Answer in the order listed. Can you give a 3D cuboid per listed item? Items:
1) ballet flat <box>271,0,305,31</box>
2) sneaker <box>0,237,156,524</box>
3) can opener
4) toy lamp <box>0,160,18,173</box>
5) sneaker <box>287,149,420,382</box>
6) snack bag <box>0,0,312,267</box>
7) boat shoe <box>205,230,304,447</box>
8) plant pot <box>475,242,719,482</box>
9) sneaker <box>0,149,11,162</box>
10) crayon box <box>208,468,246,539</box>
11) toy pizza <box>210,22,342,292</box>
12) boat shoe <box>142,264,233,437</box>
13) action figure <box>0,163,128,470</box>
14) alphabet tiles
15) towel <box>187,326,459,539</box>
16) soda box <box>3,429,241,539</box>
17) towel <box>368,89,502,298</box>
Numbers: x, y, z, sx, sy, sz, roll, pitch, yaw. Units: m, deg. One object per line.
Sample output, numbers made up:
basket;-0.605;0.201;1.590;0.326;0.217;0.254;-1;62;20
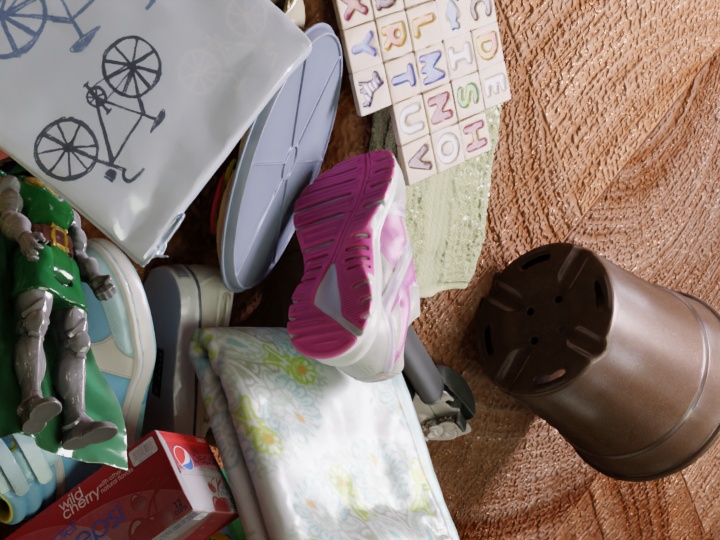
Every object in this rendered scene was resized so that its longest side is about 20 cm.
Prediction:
ballet flat;-0.107;-0.152;0.909;0.200;0.069;0.069;-40;135;-38
sneaker;-0.209;0.082;0.914;0.131;0.080;0.200;-16;120;-44
can opener;0.047;0.092;1.234;0.200;0.053;0.066;55;33;-48
toy lamp;-0.170;-0.067;0.900;0.200;0.058;0.058;-32;130;-37
sneaker;0.000;0.000;1.012;0.088;0.081;0.200;53;36;-43
snack bag;-0.144;-0.133;0.807;0.200;0.021;0.189;40;70;-16
boat shoe;-0.053;0.056;1.077;0.069;0.071;0.200;40;77;-48
plant pot;0.223;0.078;1.315;0.198;0.200;0.200;30;86;-42
sneaker;-0.179;-0.155;0.832;0.200;0.074;0.087;-51;119;-26
crayon box;-0.076;0.239;1.043;0.058;0.200;0.119;-21;123;-40
toy pizza;-0.063;-0.081;0.982;0.200;0.032;0.200;20;90;-80
boat shoe;-0.126;0.091;1.019;0.070;0.071;0.200;-5;106;-41
action figure;-0.177;0.006;0.780;0.055;0.200;0.118;-30;143;20
alphabet tiles;0.051;-0.176;1.084;0.167;0.008;0.200;-26;112;-38
towel;-0.021;0.128;0.971;0.171;0.200;0.048;7;144;-47
soda box;-0.181;0.188;0.929;0.200;0.063;0.070;-36;157;14
towel;0.060;-0.067;1.166;0.148;0.036;0.200;-16;120;-44
